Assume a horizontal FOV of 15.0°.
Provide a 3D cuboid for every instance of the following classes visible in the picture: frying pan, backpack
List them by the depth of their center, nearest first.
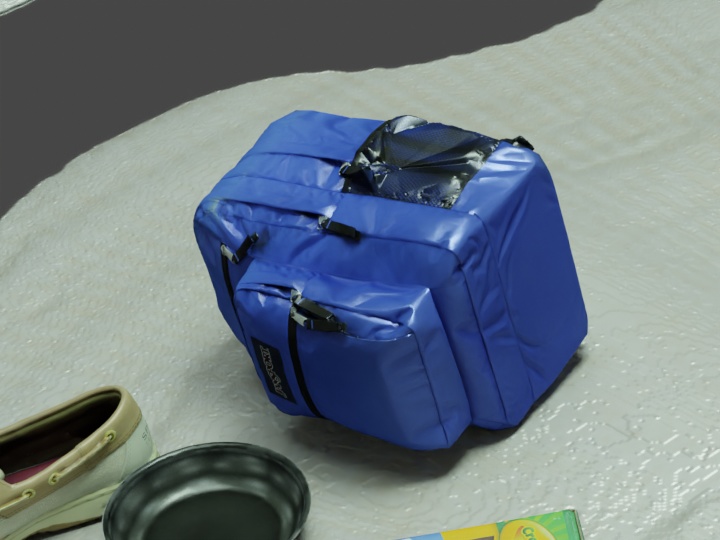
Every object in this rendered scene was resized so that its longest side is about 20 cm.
[{"bbox_3d":[-0.053,0.145,1.458,0.190,0.031,0.115,20,44,34],"label":"frying pan"},{"bbox_3d":[0.000,0.000,1.542,0.200,0.163,0.168,17,46,34],"label":"backpack"}]

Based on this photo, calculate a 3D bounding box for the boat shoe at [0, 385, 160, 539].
[{"bbox_3d":[-0.210,0.118,1.513,0.200,0.067,0.074,-23,35,-17],"label":"boat shoe"}]

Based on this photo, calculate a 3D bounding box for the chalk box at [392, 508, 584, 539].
[{"bbox_3d":[0.061,0.200,1.257,0.199,0.124,0.125,-11,33,1],"label":"chalk box"}]
